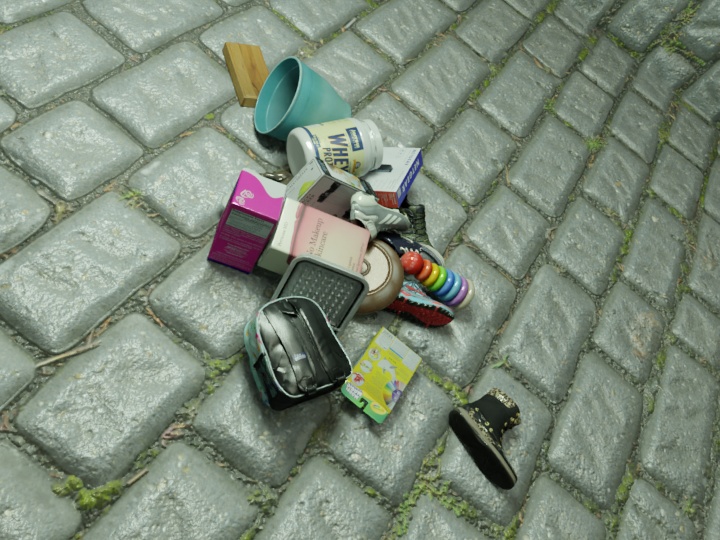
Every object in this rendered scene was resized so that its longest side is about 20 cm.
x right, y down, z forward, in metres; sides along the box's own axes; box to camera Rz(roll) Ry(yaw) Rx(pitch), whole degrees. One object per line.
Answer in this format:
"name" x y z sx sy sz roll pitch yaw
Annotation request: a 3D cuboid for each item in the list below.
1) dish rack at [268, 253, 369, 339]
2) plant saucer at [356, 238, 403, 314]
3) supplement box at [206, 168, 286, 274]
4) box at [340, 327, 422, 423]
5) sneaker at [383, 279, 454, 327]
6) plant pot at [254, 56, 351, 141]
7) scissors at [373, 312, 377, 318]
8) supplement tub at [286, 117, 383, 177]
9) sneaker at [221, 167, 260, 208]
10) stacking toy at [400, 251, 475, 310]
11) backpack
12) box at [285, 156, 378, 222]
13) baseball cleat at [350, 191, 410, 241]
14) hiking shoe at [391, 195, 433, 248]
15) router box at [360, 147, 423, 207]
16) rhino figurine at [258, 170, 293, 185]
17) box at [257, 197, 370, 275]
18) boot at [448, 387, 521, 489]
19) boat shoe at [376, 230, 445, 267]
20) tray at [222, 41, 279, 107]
"dish rack" -0.090 0.054 1.436 0.171 0.200 0.044 22 35 -15
"plant saucer" 0.000 0.000 1.579 0.200 0.037 0.201 1 64 -2
"supplement box" -0.237 -0.098 1.452 0.103 0.200 0.101 21 49 -16
"box" 0.040 0.226 1.484 0.117 0.048 0.200 40 45 0
"sneaker" 0.134 0.062 1.636 0.200 0.079 0.096 23 47 -15
"plant pot" -0.132 -0.400 1.748 0.188 0.200 0.200 20 48 -35
"scissors" -0.005 0.022 1.630 0.073 0.014 0.200 10 54 -27
"supplement tub" -0.061 -0.283 1.668 0.200 0.145 0.145 -16 66 -23
"sneaker" -0.210 -0.128 1.563 0.200 0.116 0.074 35 21 -17
"stacking toy" 0.177 0.017 1.657 0.200 0.085 0.086 32 45 -28
"backpack" -0.132 0.157 1.361 0.177 0.151 0.200 -15 75 -37
"box" -0.066 -0.171 1.591 0.200 0.117 0.060 19 36 -50
"baseball cleat" 0.039 -0.106 1.610 0.200 0.070 0.107 24 71 -44
"hiking shoe" 0.130 -0.114 1.745 0.076 0.101 0.200 -24 72 -41
"router box" 0.042 -0.237 1.752 0.179 0.049 0.200 5 42 23
"rhino figurine" -0.157 -0.152 1.635 0.087 0.060 0.200 -24 74 -37
"box" -0.098 -0.048 1.483 0.200 0.109 0.128 21 64 -16
"boot" 0.300 0.359 1.525 0.150 0.073 0.200 -24 66 -40
"boat shoe" 0.108 -0.037 1.682 0.200 0.075 0.093 27 23 1
"tray" -0.289 -0.514 1.837 0.098 0.037 0.200 -4 61 -32
